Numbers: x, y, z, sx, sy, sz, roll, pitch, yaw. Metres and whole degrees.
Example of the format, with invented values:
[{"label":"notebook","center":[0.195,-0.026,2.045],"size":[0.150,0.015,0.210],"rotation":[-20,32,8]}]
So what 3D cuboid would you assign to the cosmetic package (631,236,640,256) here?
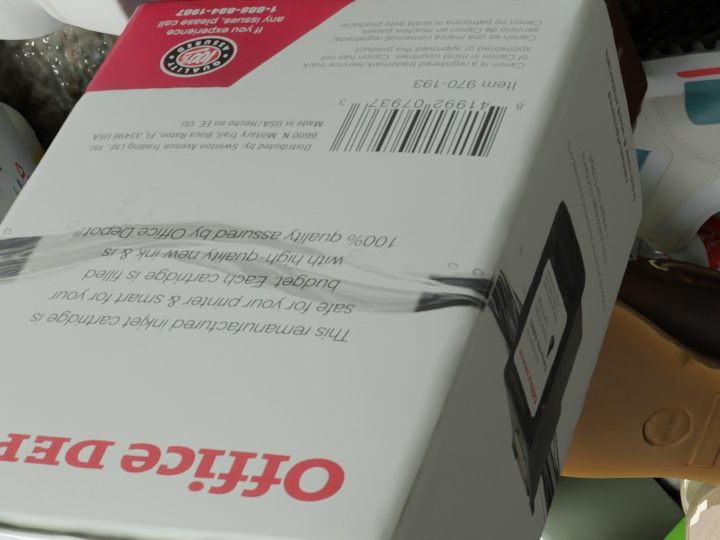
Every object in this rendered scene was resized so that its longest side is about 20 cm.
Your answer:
[{"label":"cosmetic package","center":[0.000,0.000,0.793],"size":[0.199,0.085,0.108],"rotation":[25,136,19]}]

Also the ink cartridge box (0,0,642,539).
[{"label":"ink cartridge box","center":[-0.021,0.019,0.526],"size":[0.144,0.201,0.084],"rotation":[2,134,23]}]

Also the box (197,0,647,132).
[{"label":"box","center":[0.004,-0.105,0.593],"size":[0.099,0.075,0.201],"rotation":[-6,128,30]}]

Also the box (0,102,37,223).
[{"label":"box","center":[-0.193,0.057,0.790],"size":[0.199,0.097,0.177],"rotation":[-26,107,9]}]

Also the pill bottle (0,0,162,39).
[{"label":"pill bottle","center":[-0.140,-0.139,0.664],"size":[0.198,0.114,0.115],"rotation":[14,130,24]}]

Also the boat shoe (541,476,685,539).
[{"label":"boat shoe","center":[0.111,0.136,0.824],"size":[0.200,0.070,0.072],"rotation":[38,132,2]}]

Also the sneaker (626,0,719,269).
[{"label":"sneaker","center":[0.086,-0.038,0.705],"size":[0.198,0.070,0.094],"rotation":[-6,113,37]}]

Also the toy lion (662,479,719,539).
[{"label":"toy lion","center":[0.136,0.172,0.757],"size":[0.199,0.069,0.192],"rotation":[37,106,-3]}]

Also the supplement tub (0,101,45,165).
[{"label":"supplement tub","center":[-0.184,0.015,0.903],"size":[0.145,0.145,0.201],"rotation":[-12,114,43]}]

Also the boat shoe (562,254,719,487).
[{"label":"boat shoe","center":[0.095,0.030,0.680],"size":[0.198,0.071,0.071],"rotation":[17,121,-17]}]
